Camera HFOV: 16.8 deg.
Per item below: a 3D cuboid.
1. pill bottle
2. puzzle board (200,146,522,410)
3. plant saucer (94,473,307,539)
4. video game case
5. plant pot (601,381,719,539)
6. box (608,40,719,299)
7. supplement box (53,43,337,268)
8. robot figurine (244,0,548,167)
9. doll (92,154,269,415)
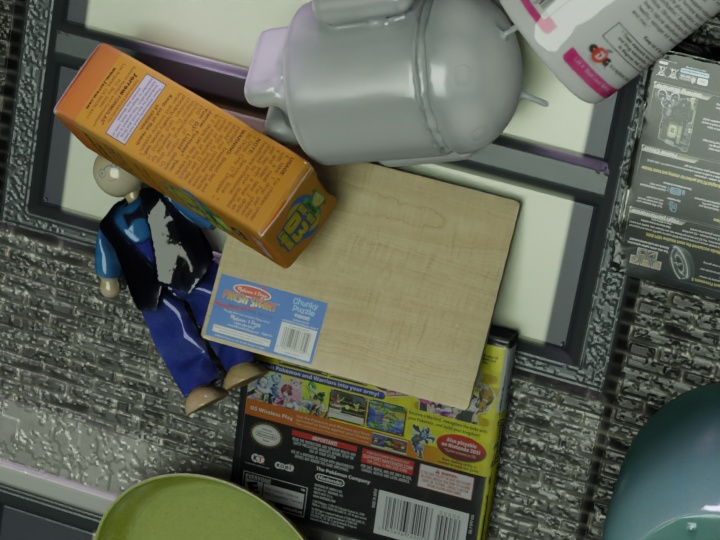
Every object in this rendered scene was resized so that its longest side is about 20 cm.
[{"bbox_3d":[0.193,-0.209,1.560,0.200,0.113,0.114,-38,91,15],"label":"pill bottle"},{"bbox_3d":[0.000,0.000,1.718,0.199,0.017,0.151,15,90,10],"label":"puzzle board"},{"bbox_3d":[-0.107,0.235,1.834,0.199,0.031,0.201,10,117,20],"label":"plant saucer"},{"bbox_3d":[0.007,0.109,1.773,0.199,0.025,0.182,13,110,17],"label":"video game case"},{"bbox_3d":[0.251,0.193,1.636,0.200,0.161,0.202,6,108,18],"label":"plant pot"},{"bbox_3d":[0.278,-0.054,1.619,0.199,0.044,0.161,14,110,15],"label":"box"},{"bbox_3d":[-0.116,-0.081,1.701,0.200,0.067,0.069,29,79,26],"label":"supplement box"},{"bbox_3d":[0.024,-0.132,1.648,0.199,0.113,0.170,-3,143,20],"label":"robot figurine"},{"bbox_3d":[-0.135,-0.003,1.772,0.136,0.048,0.201,-31,84,26],"label":"doll"}]
